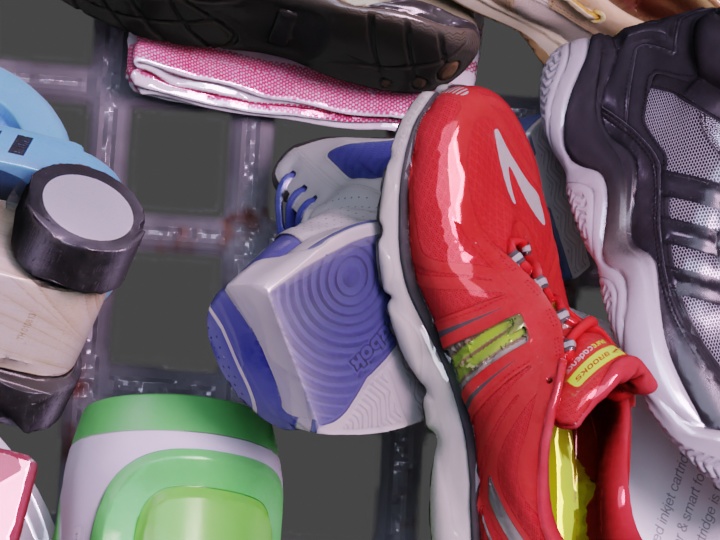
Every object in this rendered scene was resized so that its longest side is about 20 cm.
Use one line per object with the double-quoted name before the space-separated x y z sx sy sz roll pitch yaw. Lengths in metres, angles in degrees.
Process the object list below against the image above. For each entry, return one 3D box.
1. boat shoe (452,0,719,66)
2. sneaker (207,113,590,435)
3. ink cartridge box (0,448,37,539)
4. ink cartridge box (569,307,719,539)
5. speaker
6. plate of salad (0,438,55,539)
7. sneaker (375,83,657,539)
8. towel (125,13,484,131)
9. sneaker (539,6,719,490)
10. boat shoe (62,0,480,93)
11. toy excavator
"boat shoe" 0.075 -0.130 1.148 0.200 0.069 0.074 35 39 -36
"sneaker" 0.000 0.000 1.128 0.199 0.115 0.081 -33 113 -44
"ink cartridge box" -0.208 0.150 1.042 0.145 0.083 0.201 15 76 -10
"ink cartridge box" 0.137 0.121 1.123 0.199 0.088 0.146 21 72 0
"speaker" -0.074 0.152 1.099 0.088 0.089 0.201 3 73 -3
"plate of salad" -0.209 0.132 1.114 0.199 0.048 0.202 2 79 -12
"sneaker" 0.065 0.029 1.042 0.077 0.085 0.201 -10 87 -42
"towel" -0.015 -0.158 1.223 0.145 0.030 0.201 7 73 -3
"sneaker" 0.143 -0.018 1.067 0.113 0.075 0.201 -30 62 22
"boat shoe" -0.047 -0.130 1.165 0.199 0.076 0.074 16 65 -12
"toy excavator" -0.185 -0.053 1.148 0.193 0.100 0.201 13 38 -17
